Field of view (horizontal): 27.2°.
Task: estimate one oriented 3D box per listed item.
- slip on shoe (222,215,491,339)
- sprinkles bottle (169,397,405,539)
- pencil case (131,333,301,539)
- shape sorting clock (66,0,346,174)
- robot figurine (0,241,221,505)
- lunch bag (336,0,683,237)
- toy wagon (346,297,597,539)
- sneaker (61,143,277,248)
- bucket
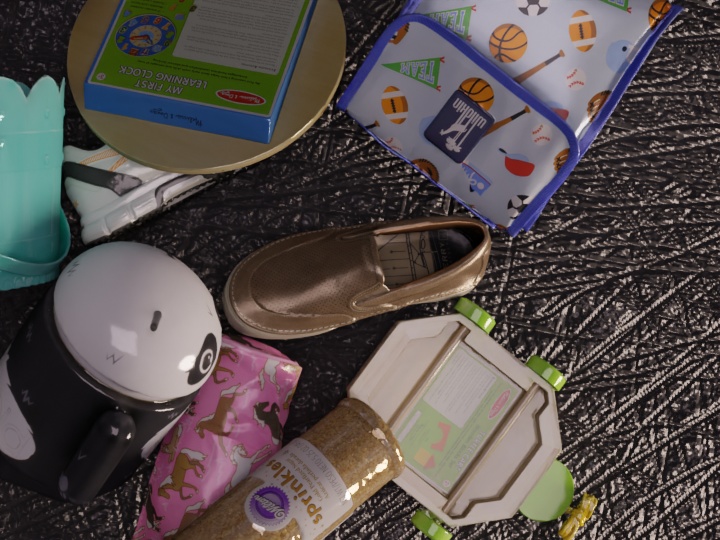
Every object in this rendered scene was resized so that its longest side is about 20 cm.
[{"bbox_3d":[0.000,0.000,1.063,0.198,0.061,0.077,-7,72,-15],"label":"slip on shoe"},{"bbox_3d":[-0.062,0.168,1.006,0.199,0.068,0.069,-37,94,-24],"label":"sprinkles bottle"},{"bbox_3d":[-0.107,0.141,1.061,0.086,0.083,0.202,19,87,-34],"label":"pencil case"},{"bbox_3d":[-0.108,-0.154,1.049,0.198,0.039,0.202,-2,59,2],"label":"shape sorting clock"},{"bbox_3d":[-0.175,0.072,1.007,0.151,0.124,0.200,53,124,20],"label":"robot figurine"},{"bbox_3d":[0.102,-0.149,1.063,0.169,0.124,0.201,37,92,-1],"label":"lunch bag"},{"bbox_3d":[0.085,0.126,1.102,0.199,0.040,0.156,38,87,-5],"label":"toy wagon"},{"bbox_3d":[-0.123,-0.094,1.064,0.199,0.074,0.081,-28,86,-8],"label":"sneaker"},{"bbox_3d":[-0.289,-0.057,0.986,0.205,0.207,0.136,-3,97,-6],"label":"bucket"}]
